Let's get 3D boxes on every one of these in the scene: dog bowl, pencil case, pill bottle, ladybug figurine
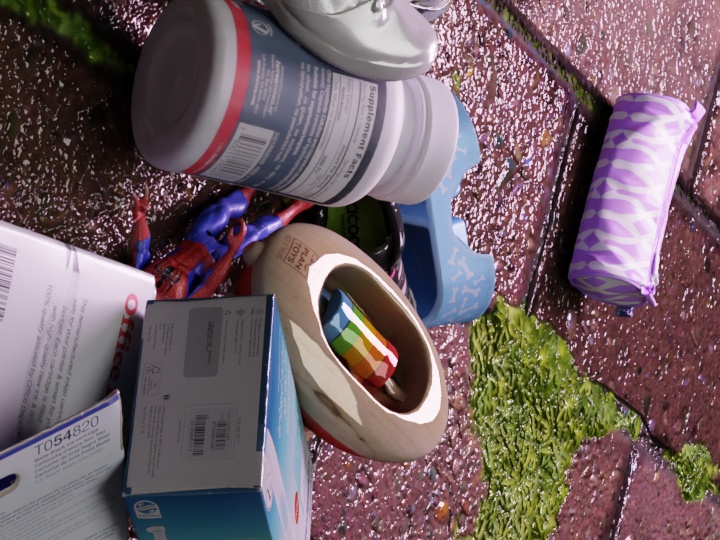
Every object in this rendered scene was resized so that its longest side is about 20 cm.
[{"bbox_3d":[0.041,-0.047,1.505,0.050,0.111,0.200,-23,113,-37],"label":"dog bowl"},{"bbox_3d":[0.251,-0.064,1.807,0.084,0.085,0.200,32,67,-49],"label":"pencil case"},{"bbox_3d":[-0.040,-0.107,1.321,0.200,0.120,0.120,12,84,-33],"label":"pill bottle"},{"bbox_3d":[-0.019,0.053,1.346,0.200,0.072,0.136,50,40,-23],"label":"ladybug figurine"}]

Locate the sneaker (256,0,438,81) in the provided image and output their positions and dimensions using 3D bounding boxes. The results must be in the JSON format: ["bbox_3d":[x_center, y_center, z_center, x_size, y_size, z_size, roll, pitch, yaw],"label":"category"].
[{"bbox_3d":[-0.022,-0.197,1.253,0.200,0.088,0.075,31,38,-18],"label":"sneaker"}]

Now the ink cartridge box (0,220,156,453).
[{"bbox_3d":[-0.224,0.048,1.163,0.200,0.084,0.146,23,75,-53],"label":"ink cartridge box"}]

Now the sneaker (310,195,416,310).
[{"bbox_3d":[0.000,0.000,1.452,0.087,0.074,0.200,-90,172,-77],"label":"sneaker"}]

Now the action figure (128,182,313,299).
[{"bbox_3d":[-0.096,-0.035,1.330,0.200,0.065,0.099,-46,163,-40],"label":"action figure"}]

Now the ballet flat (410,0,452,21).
[{"bbox_3d":[0.034,-0.230,1.503,0.200,0.072,0.072,10,86,-54],"label":"ballet flat"}]

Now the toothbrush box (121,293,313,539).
[{"bbox_3d":[-0.084,0.133,1.237,0.200,0.085,0.147,82,7,-50],"label":"toothbrush box"}]

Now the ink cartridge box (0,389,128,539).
[{"bbox_3d":[-0.222,0.172,1.127,0.199,0.041,0.200,-26,137,-32],"label":"ink cartridge box"}]

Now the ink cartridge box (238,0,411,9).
[{"bbox_3d":[-0.056,-0.264,1.304,0.200,0.147,0.086,56,42,-42],"label":"ink cartridge box"}]

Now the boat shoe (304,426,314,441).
[{"bbox_3d":[-0.069,0.097,1.404,0.200,0.076,0.074,11,91,-46],"label":"boat shoe"}]
